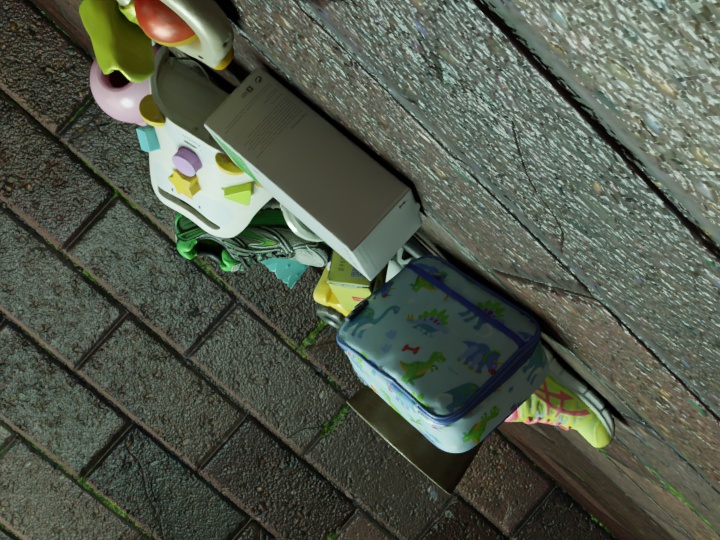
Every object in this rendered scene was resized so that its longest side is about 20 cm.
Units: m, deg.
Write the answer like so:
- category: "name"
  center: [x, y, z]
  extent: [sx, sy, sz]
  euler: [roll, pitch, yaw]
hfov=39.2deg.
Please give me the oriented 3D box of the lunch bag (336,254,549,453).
- category: "lunch bag"
  center: [0.085, 0.078, 1.048]
  extent: [0.200, 0.161, 0.082]
  euler: [38, 161, 43]

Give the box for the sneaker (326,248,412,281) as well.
- category: "sneaker"
  center: [-0.027, -0.048, 1.297]
  extent: [0.200, 0.089, 0.074]
  euler: [44, 177, -7]

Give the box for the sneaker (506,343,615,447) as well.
- category: "sneaker"
  center: [0.199, 0.142, 1.126]
  extent: [0.200, 0.090, 0.078]
  euler: [41, 175, -15]

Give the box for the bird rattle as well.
- category: "bird rattle"
  center: [-0.177, -0.243, 0.856]
  extent: [0.163, 0.113, 0.200]
  euler: [30, 161, 8]

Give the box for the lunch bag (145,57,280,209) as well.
- category: "lunch bag"
  center: [-0.190, -0.169, 1.321]
  extent: [0.164, 0.118, 0.200]
  euler: [47, -172, -50]

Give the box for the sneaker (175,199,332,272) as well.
- category: "sneaker"
  center: [-0.134, -0.029, 1.256]
  extent: [0.200, 0.085, 0.078]
  euler: [9, 151, -8]

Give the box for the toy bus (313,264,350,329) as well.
- category: "toy bus"
  center: [0.055, 0.064, 1.501]
  extent: [0.192, 0.136, 0.200]
  euler: [20, 159, 43]

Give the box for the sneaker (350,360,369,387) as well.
- category: "sneaker"
  center: [0.081, 0.112, 1.142]
  extent: [0.200, 0.082, 0.070]
  euler: [22, 132, 42]

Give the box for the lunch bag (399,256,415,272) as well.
- category: "lunch bag"
  center: [0.118, 0.072, 1.237]
  extent: [0.200, 0.077, 0.160]
  euler: [40, 176, 29]

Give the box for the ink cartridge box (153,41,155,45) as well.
- category: "ink cartridge box"
  center: [-0.312, -0.352, 1.085]
  extent: [0.200, 0.041, 0.200]
  euler: [41, 176, 17]

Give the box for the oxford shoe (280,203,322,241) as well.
- category: "oxford shoe"
  center: [-0.061, -0.069, 1.123]
  extent: [0.075, 0.058, 0.200]
  euler: [64, -167, -11]

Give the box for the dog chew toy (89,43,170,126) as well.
- category: "dog chew toy"
  center: [-0.315, -0.269, 1.501]
  extent: [0.125, 0.125, 0.200]
  euler: [41, -177, 14]

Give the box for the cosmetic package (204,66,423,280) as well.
- category: "cosmetic package"
  center: [-0.042, -0.093, 0.972]
  extent: [0.200, 0.085, 0.108]
  euler: [42, 175, 20]

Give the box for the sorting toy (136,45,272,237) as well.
- category: "sorting toy"
  center: [-0.179, -0.118, 1.145]
  extent: [0.200, 0.107, 0.180]
  euler: [32, 142, 5]

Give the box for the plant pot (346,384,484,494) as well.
- category: "plant pot"
  center: [0.115, 0.164, 1.368]
  extent: [0.187, 0.200, 0.187]
  euler: [41, 176, 4]

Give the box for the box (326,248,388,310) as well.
- category: "box"
  center: [0.000, 0.000, 1.170]
  extent: [0.050, 0.075, 0.200]
  euler: [9, 169, 5]

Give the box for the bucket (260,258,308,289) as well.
- category: "bucket"
  center: [-0.134, -0.086, 1.541]
  extent: [0.207, 0.135, 0.207]
  euler: [42, 176, 4]

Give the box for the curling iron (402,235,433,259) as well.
- category: "curling iron"
  center: [0.020, -0.059, 1.128]
  extent: [0.200, 0.026, 0.050]
  euler: [43, -176, -12]
